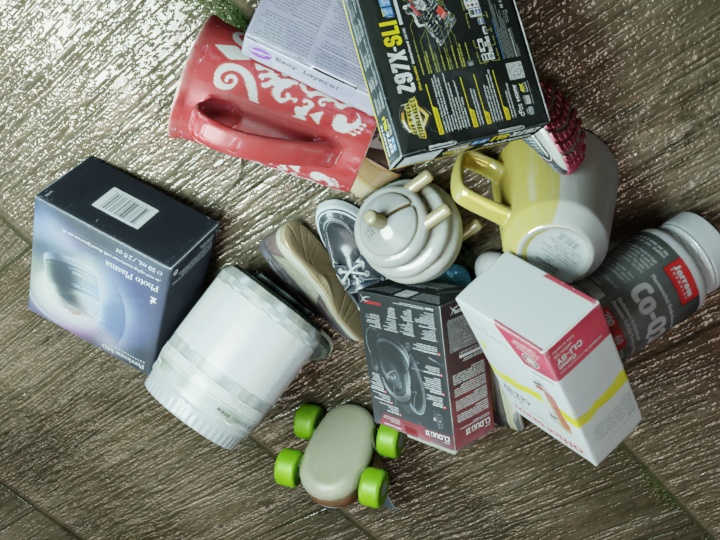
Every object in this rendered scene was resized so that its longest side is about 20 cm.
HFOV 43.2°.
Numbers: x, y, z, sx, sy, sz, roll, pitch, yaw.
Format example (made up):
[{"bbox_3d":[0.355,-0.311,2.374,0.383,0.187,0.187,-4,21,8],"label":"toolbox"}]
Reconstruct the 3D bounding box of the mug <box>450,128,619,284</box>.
[{"bbox_3d":[0.203,-0.061,1.039,0.186,0.153,0.150,-4,127,15],"label":"mug"}]

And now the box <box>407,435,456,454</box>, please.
[{"bbox_3d":[0.138,0.152,1.258,0.077,0.095,0.201,20,128,-4],"label":"box"}]

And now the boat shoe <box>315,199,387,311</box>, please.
[{"bbox_3d":[0.000,0.000,1.181,0.071,0.068,0.200,-16,123,22],"label":"boat shoe"}]

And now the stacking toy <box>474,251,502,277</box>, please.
[{"bbox_3d":[0.226,0.048,1.157,0.200,0.146,0.146,44,125,-2],"label":"stacking toy"}]

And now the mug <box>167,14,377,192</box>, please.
[{"bbox_3d":[-0.091,-0.150,0.949,0.199,0.178,0.134,21,147,-6],"label":"mug"}]

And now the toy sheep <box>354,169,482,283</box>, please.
[{"bbox_3d":[0.060,-0.049,1.083,0.137,0.139,0.200,-23,156,26],"label":"toy sheep"}]

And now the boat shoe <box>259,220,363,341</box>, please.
[{"bbox_3d":[-0.059,0.019,1.212,0.065,0.072,0.200,-16,126,36],"label":"boat shoe"}]

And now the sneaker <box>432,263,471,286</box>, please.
[{"bbox_3d":[0.088,0.076,1.222,0.076,0.081,0.201,26,108,1],"label":"sneaker"}]

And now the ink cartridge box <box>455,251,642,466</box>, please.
[{"bbox_3d":[0.206,0.097,0.984,0.083,0.145,0.200,-41,128,-13],"label":"ink cartridge box"}]

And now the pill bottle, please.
[{"bbox_3d":[0.323,0.023,1.054,0.199,0.114,0.114,-32,122,-9],"label":"pill bottle"}]

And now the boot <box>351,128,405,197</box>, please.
[{"bbox_3d":[-0.005,-0.196,1.045,0.200,0.072,0.166,40,113,-18],"label":"boot"}]

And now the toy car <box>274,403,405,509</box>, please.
[{"bbox_3d":[-0.016,0.316,1.393,0.163,0.158,0.200,8,142,20],"label":"toy car"}]

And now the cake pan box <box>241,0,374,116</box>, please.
[{"bbox_3d":[-0.001,-0.262,0.910,0.199,0.185,0.052,23,164,-9],"label":"cake pan box"}]

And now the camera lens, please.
[{"bbox_3d":[-0.160,0.106,1.173,0.160,0.160,0.200,39,84,-19],"label":"camera lens"}]

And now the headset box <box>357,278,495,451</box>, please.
[{"bbox_3d":[0.081,0.118,1.114,0.148,0.077,0.201,9,113,50],"label":"headset box"}]

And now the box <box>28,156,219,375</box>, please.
[{"bbox_3d":[-0.311,-0.003,1.181,0.199,0.123,0.199,27,130,8],"label":"box"}]

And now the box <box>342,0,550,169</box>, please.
[{"bbox_3d":[0.078,-0.213,0.871,0.159,0.049,0.201,-15,86,-15],"label":"box"}]

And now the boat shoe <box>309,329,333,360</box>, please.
[{"bbox_3d":[-0.139,0.098,1.290,0.199,0.062,0.073,17,129,-2],"label":"boat shoe"}]

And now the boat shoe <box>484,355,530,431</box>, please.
[{"bbox_3d":[0.158,0.105,1.117,0.073,0.074,0.201,-6,103,31],"label":"boat shoe"}]

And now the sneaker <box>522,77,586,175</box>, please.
[{"bbox_3d":[0.165,-0.181,0.989,0.200,0.081,0.075,48,133,6],"label":"sneaker"}]
